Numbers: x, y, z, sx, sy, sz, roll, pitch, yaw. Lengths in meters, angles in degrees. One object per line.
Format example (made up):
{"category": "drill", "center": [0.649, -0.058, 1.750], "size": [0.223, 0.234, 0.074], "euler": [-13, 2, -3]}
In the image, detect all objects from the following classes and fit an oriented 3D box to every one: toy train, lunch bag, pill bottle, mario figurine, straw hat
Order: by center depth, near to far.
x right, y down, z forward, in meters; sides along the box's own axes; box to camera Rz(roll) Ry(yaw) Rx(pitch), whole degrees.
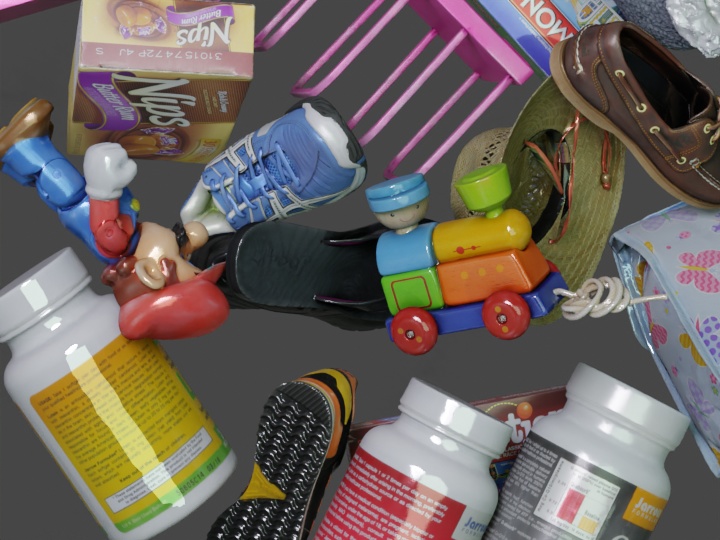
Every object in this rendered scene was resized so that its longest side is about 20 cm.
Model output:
{"category": "toy train", "center": [0.100, -0.020, 1.374], "size": [0.199, 0.085, 0.117], "euler": [-11, 105, 28]}
{"category": "mario figurine", "center": [-0.160, -0.040, 1.423], "size": [0.200, 0.123, 0.106], "euler": [47, 113, -3]}
{"category": "pill bottle", "center": [-0.186, 0.088, 1.470], "size": [0.111, 0.111, 0.201], "euler": [-34, 99, -6]}
{"category": "pill bottle", "center": [0.032, 0.186, 1.496], "size": [0.112, 0.112, 0.201], "euler": [26, 90, -11]}
{"category": "pill bottle", "center": [0.160, 0.179, 1.518], "size": [0.116, 0.116, 0.201], "euler": [27, 90, -11]}
{"category": "straw hat", "center": [0.115, -0.063, 1.521], "size": [0.085, 0.200, 0.203], "euler": [13, 92, 33]}
{"category": "lunch bag", "center": [0.302, 0.028, 1.545], "size": [0.168, 0.127, 0.201], "euler": [-21, 64, -13]}

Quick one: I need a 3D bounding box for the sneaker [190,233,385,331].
{"category": "sneaker", "center": [-0.028, 0.009, 1.504], "size": [0.198, 0.091, 0.077], "euler": [1, 92, -11]}

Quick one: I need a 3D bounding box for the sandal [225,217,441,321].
{"category": "sandal", "center": [-0.001, 0.001, 1.450], "size": [0.199, 0.048, 0.076], "euler": [-2, 95, -34]}

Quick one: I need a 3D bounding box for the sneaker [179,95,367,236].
{"category": "sneaker", "center": [-0.061, -0.062, 1.432], "size": [0.077, 0.200, 0.076], "euler": [-36, 93, -29]}

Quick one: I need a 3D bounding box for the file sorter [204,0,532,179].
{"category": "file sorter", "center": [-0.001, -0.170, 1.466], "size": [0.200, 0.139, 0.125], "euler": [44, 89, -10]}

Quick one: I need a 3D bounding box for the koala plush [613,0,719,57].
{"category": "koala plush", "center": [0.207, -0.240, 1.469], "size": [0.183, 0.177, 0.201], "euler": [-35, 100, 5]}

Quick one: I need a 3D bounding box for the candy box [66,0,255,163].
{"category": "candy box", "center": [-0.141, -0.130, 1.416], "size": [0.116, 0.200, 0.057], "euler": [3, 77, -10]}

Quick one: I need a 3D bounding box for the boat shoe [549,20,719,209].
{"category": "boat shoe", "center": [0.226, -0.111, 1.478], "size": [0.199, 0.070, 0.071], "euler": [32, 56, -31]}

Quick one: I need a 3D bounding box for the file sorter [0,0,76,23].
{"category": "file sorter", "center": [-0.221, -0.250, 1.427], "size": [0.198, 0.139, 0.126], "euler": [-18, 95, -8]}

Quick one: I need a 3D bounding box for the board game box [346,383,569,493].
{"category": "board game box", "center": [0.091, 0.153, 1.571], "size": [0.198, 0.019, 0.104], "euler": [-10, 95, -9]}

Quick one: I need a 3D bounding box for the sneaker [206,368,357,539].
{"category": "sneaker", "center": [-0.050, 0.162, 1.521], "size": [0.070, 0.090, 0.201], "euler": [29, 114, 17]}

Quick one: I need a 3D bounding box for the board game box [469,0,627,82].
{"category": "board game box", "center": [0.138, -0.244, 1.547], "size": [0.135, 0.029, 0.200], "euler": [-45, 100, -5]}
